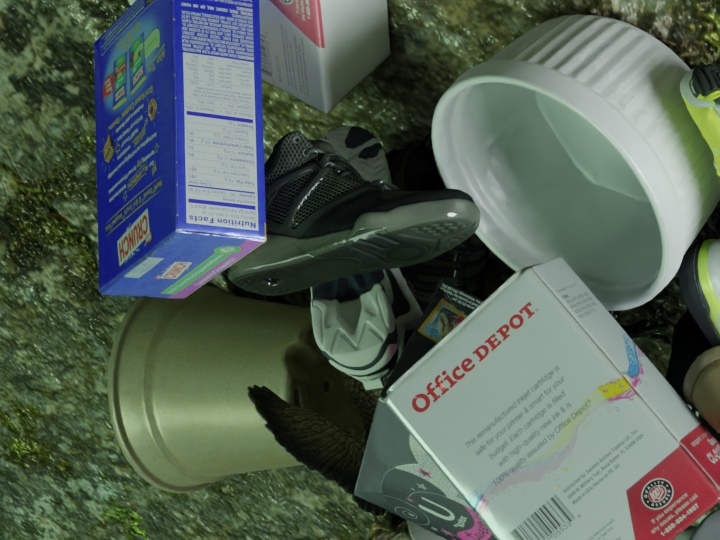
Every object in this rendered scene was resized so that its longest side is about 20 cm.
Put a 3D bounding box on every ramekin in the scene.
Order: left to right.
[{"bbox_3d":[0.157,-0.081,1.571,0.200,0.105,0.200,32,149,22],"label":"ramekin"}]

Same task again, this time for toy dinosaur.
[{"bbox_3d":[0.184,0.036,1.702,0.200,0.088,0.048,74,-177,-73],"label":"toy dinosaur"}]

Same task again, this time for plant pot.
[{"bbox_3d":[-0.092,0.104,2.061,0.183,0.201,0.201,-1,128,38],"label":"plant pot"}]

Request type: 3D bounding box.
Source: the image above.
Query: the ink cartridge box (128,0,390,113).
[{"bbox_3d":[-0.082,-0.229,1.714,0.200,0.083,0.147,29,147,27],"label":"ink cartridge box"}]

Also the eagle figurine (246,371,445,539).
[{"bbox_3d":[0.007,0.145,1.923,0.151,0.152,0.200,-16,122,9],"label":"eagle figurine"}]

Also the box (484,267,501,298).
[{"bbox_3d":[0.058,0.021,1.907,0.200,0.021,0.163,48,149,-5],"label":"box"}]

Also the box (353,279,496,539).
[{"bbox_3d":[0.082,0.119,1.729,0.132,0.115,0.200,26,155,6],"label":"box"}]

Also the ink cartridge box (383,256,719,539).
[{"bbox_3d":[0.138,0.111,1.552,0.146,0.083,0.200,-42,81,20],"label":"ink cartridge box"}]

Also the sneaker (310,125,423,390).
[{"bbox_3d":[0.000,0.000,1.750,0.130,0.079,0.199,71,-173,-63],"label":"sneaker"}]

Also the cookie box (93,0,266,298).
[{"bbox_3d":[-0.134,-0.096,1.670,0.171,0.075,0.200,150,122,-60],"label":"cookie box"}]

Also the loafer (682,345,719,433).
[{"bbox_3d":[0.315,0.110,1.559,0.200,0.067,0.076,13,120,-12],"label":"loafer"}]

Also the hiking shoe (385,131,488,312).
[{"bbox_3d":[0.069,-0.008,1.788,0.101,0.076,0.200,-22,104,38],"label":"hiking shoe"}]

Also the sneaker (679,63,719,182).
[{"bbox_3d":[0.267,-0.045,1.487,0.076,0.075,0.200,-35,97,32],"label":"sneaker"}]

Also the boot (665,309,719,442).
[{"bbox_3d":[0.224,0.140,1.702,0.073,0.162,0.198,29,147,24],"label":"boot"}]

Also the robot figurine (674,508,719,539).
[{"bbox_3d":[0.324,0.244,1.752,0.169,0.113,0.200,15,174,-44],"label":"robot figurine"}]

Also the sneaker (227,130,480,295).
[{"bbox_3d":[-0.007,-0.055,1.640,0.199,0.114,0.076,-12,157,34],"label":"sneaker"}]

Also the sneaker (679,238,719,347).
[{"bbox_3d":[0.298,0.049,1.586,0.083,0.072,0.200,-20,125,33],"label":"sneaker"}]
